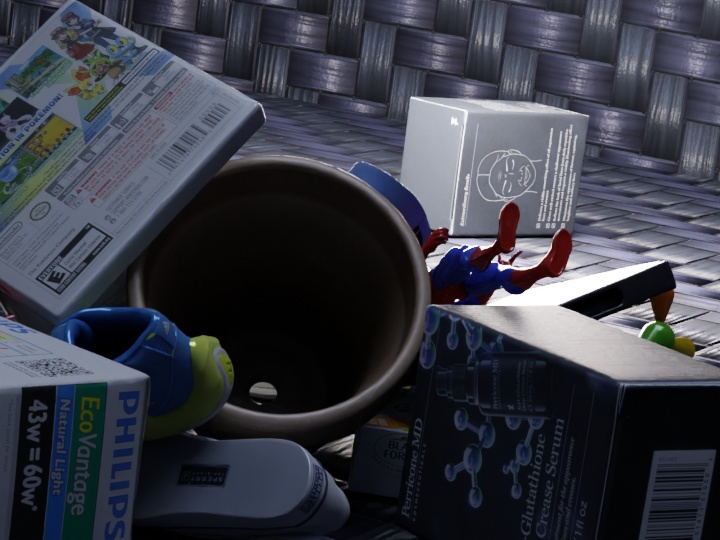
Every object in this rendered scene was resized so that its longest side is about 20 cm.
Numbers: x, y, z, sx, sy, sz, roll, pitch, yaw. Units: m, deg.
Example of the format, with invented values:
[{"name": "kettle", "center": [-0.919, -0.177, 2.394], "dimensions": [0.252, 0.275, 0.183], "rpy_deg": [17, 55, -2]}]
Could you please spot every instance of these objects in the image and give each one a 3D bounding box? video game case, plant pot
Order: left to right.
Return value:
[{"name": "video game case", "center": [-0.192, -0.074, 1.580], "dimensions": [0.182, 0.200, 0.022], "rpy_deg": [31, -22, 29]}, {"name": "plant pot", "center": [-0.058, 0.050, 1.618], "dimensions": [0.200, 0.200, 0.175], "rpy_deg": [7, -29, -1]}, {"name": "video game case", "center": [0.095, 0.043, 1.688], "dimensions": [0.181, 0.026, 0.200], "rpy_deg": [-20, 3, -28]}]

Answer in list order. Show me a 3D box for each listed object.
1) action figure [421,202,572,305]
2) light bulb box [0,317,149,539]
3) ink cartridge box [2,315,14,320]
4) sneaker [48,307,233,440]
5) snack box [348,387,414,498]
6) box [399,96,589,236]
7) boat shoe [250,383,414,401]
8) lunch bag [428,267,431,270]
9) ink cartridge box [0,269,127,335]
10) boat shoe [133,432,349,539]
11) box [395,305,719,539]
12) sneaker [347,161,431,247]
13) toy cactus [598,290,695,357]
[{"name": "action figure", "center": [0.069, 0.003, 1.607], "dimensions": [0.065, 0.052, 0.200], "rpy_deg": [21, -25, -21]}, {"name": "light bulb box", "center": [-0.258, 0.100, 1.341], "dimensions": [0.200, 0.125, 0.198], "rpy_deg": [-1, 13, -43]}, {"name": "ink cartridge box", "center": [-0.333, 0.046, 1.544], "dimensions": [0.200, 0.045, 0.176], "rpy_deg": [-16, -3, -18]}, {"name": "sneaker", "center": [-0.183, 0.071, 1.471], "dimensions": [0.200, 0.105, 0.076], "rpy_deg": [-24, 47, 14]}, {"name": "snack box", "center": [0.099, 0.130, 1.678], "dimensions": [0.200, 0.053, 0.142], "rpy_deg": [8, 8, 5]}, {"name": "box", "center": [0.156, -0.122, 2.834], "dimensions": [0.200, 0.149, 0.107], "rpy_deg": [0, 12, -39]}, {"name": "boat shoe", "center": [-0.034, 0.087, 1.862], "dimensions": [0.200, 0.073, 0.063], "rpy_deg": [9, -33, 39]}, {"name": "lunch bag", "center": [0.042, 0.049, 1.880], "dimensions": [0.151, 0.094, 0.200], "rpy_deg": [43, 0, -34]}, {"name": "ink cartridge box", "center": [-0.178, -0.003, 1.665], "dimensions": [0.085, 0.146, 0.200], "rpy_deg": [43, -16, 26]}, {"name": "boat shoe", "center": [-0.099, 0.138, 1.490], "dimensions": [0.200, 0.074, 0.065], "rpy_deg": [8, -22, 36]}, {"name": "box", "center": [0.127, 0.114, 1.477], "dimensions": [0.107, 0.149, 0.200], "rpy_deg": [1, 11, -34]}, {"name": "sneaker", "center": [0.000, 0.000, 1.694], "dimensions": [0.070, 0.078, 0.200], "rpy_deg": [31, -23, 15]}, {"name": "toy cactus", "center": [0.162, 0.066, 1.727], "dimensions": [0.165, 0.102, 0.200], "rpy_deg": [-1, 7, 5]}]
